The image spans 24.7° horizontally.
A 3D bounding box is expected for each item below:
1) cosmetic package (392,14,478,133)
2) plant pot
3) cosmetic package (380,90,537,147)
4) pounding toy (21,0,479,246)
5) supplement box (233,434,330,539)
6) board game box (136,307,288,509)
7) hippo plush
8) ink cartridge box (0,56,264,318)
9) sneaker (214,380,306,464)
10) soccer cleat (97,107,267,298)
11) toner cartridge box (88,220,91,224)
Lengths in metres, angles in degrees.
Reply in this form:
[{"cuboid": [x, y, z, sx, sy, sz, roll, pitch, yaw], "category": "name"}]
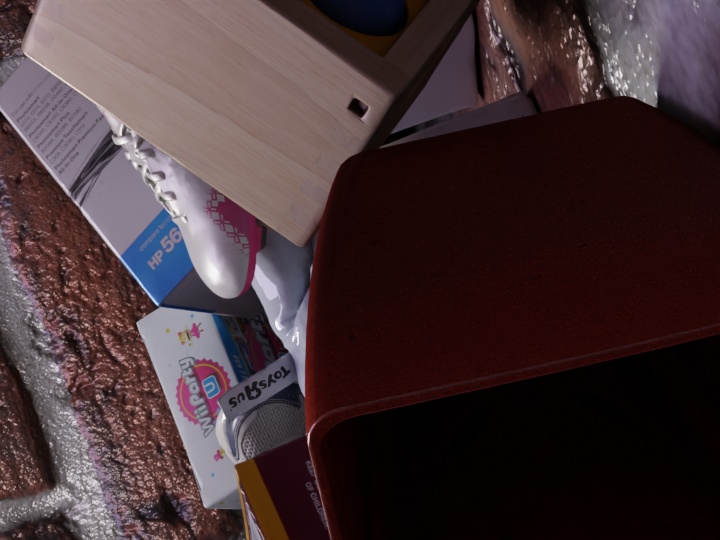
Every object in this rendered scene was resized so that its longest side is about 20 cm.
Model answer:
[{"cuboid": [-0.006, -0.177, 0.943, 0.200, 0.071, 0.102, -122, 16, -45], "category": "cosmetic package"}, {"cuboid": [0.076, 0.043, 0.660, 0.177, 0.198, 0.201, -105, 4, -48], "category": "plant pot"}, {"cuboid": [0.068, 0.027, 0.841, 0.081, 0.112, 0.201, 114, 133, -75], "category": "cosmetic package"}, {"cuboid": [-0.034, -0.158, 0.751, 0.184, 0.200, 0.142, 35, 132, 0], "category": "pounding toy"}, {"cuboid": [0.038, 0.126, 0.920, 0.111, 0.199, 0.086, 90, 156, -61], "category": "supplement box"}, {"cuboid": [-0.066, 0.098, 1.224, 0.200, 0.064, 0.148, 14, -131, -62], "category": "board game box"}, {"cuboid": [0.000, 0.000, 0.966, 0.159, 0.200, 0.161, 46, 157, 7], "category": "hippo plush"}, {"cuboid": [-0.136, -0.069, 1.131, 0.200, 0.084, 0.146, 50, -166, 18], "category": "ink cartridge box"}, {"cuboid": [-0.029, 0.147, 1.073, 0.085, 0.077, 0.201, 55, 173, 47], "category": "sneaker"}, {"cuboid": [-0.115, -0.072, 0.997, 0.070, 0.086, 0.201, -53, 44, 51], "category": "soccer cleat"}, {"cuboid": [-0.102, -0.073, 1.227, 0.043, 0.198, 0.096, 27, -112, -64], "category": "toner cartridge box"}]
